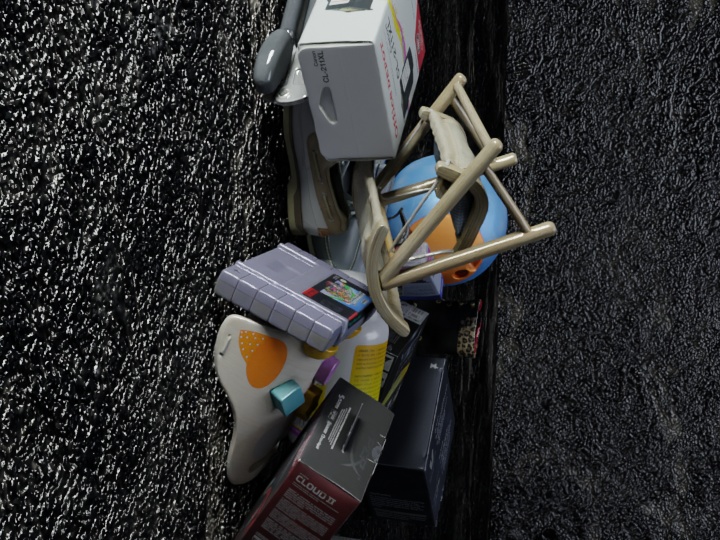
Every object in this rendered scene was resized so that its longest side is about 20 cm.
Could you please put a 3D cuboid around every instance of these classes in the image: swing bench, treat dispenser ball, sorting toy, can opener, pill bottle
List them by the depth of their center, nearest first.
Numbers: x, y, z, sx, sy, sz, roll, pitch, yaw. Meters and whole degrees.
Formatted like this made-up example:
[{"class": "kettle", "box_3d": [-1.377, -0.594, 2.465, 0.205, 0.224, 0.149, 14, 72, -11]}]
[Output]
[{"class": "sorting toy", "box_3d": [-0.086, 0.125, 1.084, 0.200, 0.105, 0.183, -33, 144, -72]}, {"class": "swing bench", "box_3d": [0.074, -0.072, 1.100, 0.130, 0.199, 0.200, 50, 13, -26]}, {"class": "can opener", "box_3d": [-0.063, -0.258, 1.100, 0.067, 0.052, 0.202, 72, 26, -54]}, {"class": "pill bottle", "box_3d": [-0.023, 0.106, 1.211, 0.104, 0.103, 0.203, -33, 133, -72]}, {"class": "treat dispenser ball", "box_3d": [0.128, -0.077, 1.614, 0.201, 0.197, 0.205, 4, 90, -76]}]

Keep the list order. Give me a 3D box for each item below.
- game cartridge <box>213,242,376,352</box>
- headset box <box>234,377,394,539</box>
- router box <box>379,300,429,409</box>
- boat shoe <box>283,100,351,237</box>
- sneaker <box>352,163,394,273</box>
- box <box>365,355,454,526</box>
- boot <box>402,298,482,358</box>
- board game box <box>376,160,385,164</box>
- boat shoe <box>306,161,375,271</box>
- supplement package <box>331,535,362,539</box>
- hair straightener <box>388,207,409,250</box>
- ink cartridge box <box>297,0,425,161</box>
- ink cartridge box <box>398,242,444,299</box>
[{"class": "game cartridge", "box_3d": [-0.055, 0.022, 1.060, 0.200, 0.128, 0.039, -32, 145, -73]}, {"class": "headset box", "box_3d": [-0.048, 0.217, 1.058, 0.201, 0.074, 0.149, -56, -177, 31]}, {"class": "router box", "box_3d": [0.024, 0.143, 1.404, 0.200, 0.052, 0.159, -41, 152, -70]}, {"class": "boat shoe", "box_3d": [-0.045, -0.137, 1.172, 0.075, 0.067, 0.203, -58, 149, -62]}, {"class": "sneaker", "box_3d": [-0.011, -0.047, 1.335, 0.073, 0.070, 0.203, 82, 22, -65]}, {"class": "box", "box_3d": [0.076, 0.271, 1.672, 0.201, 0.115, 0.199, 78, 22, -51]}, {"class": "boot", "box_3d": [0.132, 0.054, 1.765, 0.073, 0.148, 0.203, 58, 38, -66]}, {"class": "board game box", "box_3d": [0.013, -0.210, 1.455, 0.201, 0.034, 0.136, -70, 159, -48]}, {"class": "boat shoe", "box_3d": [-0.017, -0.082, 1.264, 0.072, 0.061, 0.203, 26, 57, -36]}, {"class": "supplement package", "box_3d": [-0.051, 0.388, 1.197, 0.200, 0.115, 0.120, -4, 98, -76]}, {"class": "hair straightener", "box_3d": [0.000, 0.000, 1.371, 0.202, 0.076, 0.041, -61, 157, -11]}, {"class": "ink cartridge box", "box_3d": [0.007, -0.234, 1.109, 0.147, 0.081, 0.202, 76, 21, -43]}, {"class": "ink cartridge box", "box_3d": [0.053, 0.007, 1.501, 0.200, 0.117, 0.043, 50, 41, -71]}]
